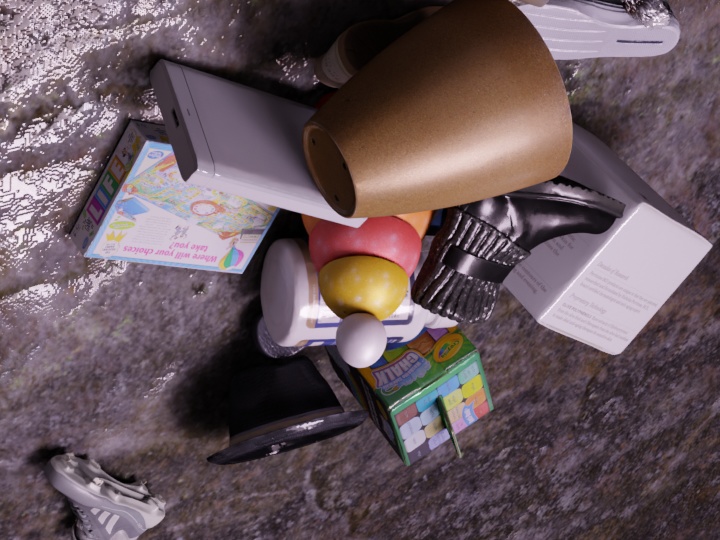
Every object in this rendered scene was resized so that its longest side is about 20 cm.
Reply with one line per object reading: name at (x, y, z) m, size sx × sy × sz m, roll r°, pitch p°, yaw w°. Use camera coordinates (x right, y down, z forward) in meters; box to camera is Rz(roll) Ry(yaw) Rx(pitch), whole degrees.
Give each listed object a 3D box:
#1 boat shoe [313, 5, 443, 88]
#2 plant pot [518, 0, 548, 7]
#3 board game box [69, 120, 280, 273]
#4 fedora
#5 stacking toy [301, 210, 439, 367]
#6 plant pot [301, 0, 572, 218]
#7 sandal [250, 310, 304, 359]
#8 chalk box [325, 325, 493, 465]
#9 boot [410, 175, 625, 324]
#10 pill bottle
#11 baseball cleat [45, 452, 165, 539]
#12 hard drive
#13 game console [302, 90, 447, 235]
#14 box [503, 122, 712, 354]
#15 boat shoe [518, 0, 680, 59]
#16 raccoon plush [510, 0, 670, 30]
boat shoe at (0.043, -0.208, 1.637) m, size 0.199 × 0.073 × 0.065 m, roll -13°, pitch 173°, yaw -40°
plant pot at (0.116, -0.343, 1.474) m, size 0.133 × 0.201 × 0.201 m, roll 12°, pitch 128°, yaw -6°
board game box at (-0.163, -0.066, 1.616) m, size 0.199 × 0.034 × 0.135 m, roll 7°, pitch 123°, yaw -46°
fedora at (-0.088, 0.146, 1.829) m, size 0.199 × 0.092 × 0.201 m, roll -16°, pitch 171°, yaw -2°
stacking toy at (0.000, 0.000, 1.626) m, size 0.145 × 0.201 × 0.146 m, roll 4°, pitch 150°, yaw 2°
plant pot at (0.054, -0.128, 1.512) m, size 0.199 × 0.187 × 0.187 m, roll -26°, pitch 142°, yaw -20°
sandal at (-0.030, 0.034, 1.832) m, size 0.199 × 0.077 × 0.043 m, roll -20°, pitch -176°, yaw -21°
chalk box at (0.063, 0.119, 1.877) m, size 0.124 × 0.200 × 0.125 m, roll -33°, pitch 145°, yaw -11°
boot at (0.155, -0.022, 1.687) m, size 0.210 × 0.079 × 0.159 m, roll 9°, pitch 105°, yaw -28°
pill bottle at (0.005, 0.020, 1.762) m, size 0.199 × 0.111 × 0.111 m, roll -1°, pitch 131°, yaw -23°
baseball cleat at (-0.288, 0.261, 1.819) m, size 0.106 × 0.070 × 0.200 m, roll -45°, pitch 144°, yaw 6°
hard drive at (-0.089, -0.113, 1.530) m, size 0.199 × 0.132 × 0.027 m, roll 14°, pitch 133°, yaw -41°
game console at (0.044, -0.102, 1.694) m, size 0.198 × 0.031 × 0.178 m, roll 2°, pitch 130°, yaw -4°
box at (0.235, -0.047, 1.862) m, size 0.172 × 0.199 × 0.200 m, roll -51°, pitch 145°, yaw 14°
boat shoe at (0.231, -0.263, 1.744) m, size 0.199 × 0.071 × 0.072 m, roll 4°, pitch 142°, yaw -20°
raccoon plush at (0.208, -0.270, 1.648) m, size 0.134 × 0.097 × 0.200 m, roll -40°, pitch 113°, yaw 5°
